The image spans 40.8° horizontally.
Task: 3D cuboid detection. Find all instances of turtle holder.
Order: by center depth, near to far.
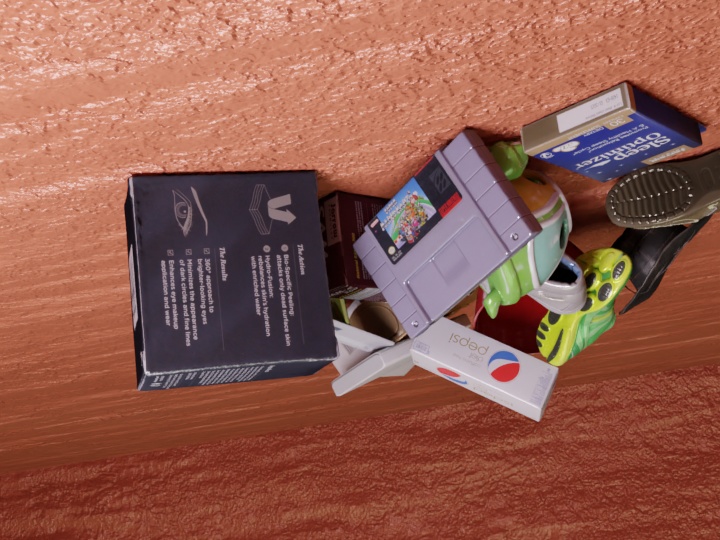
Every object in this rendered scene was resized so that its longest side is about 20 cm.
[{"bbox_3d":[0.154,-0.059,1.062,0.130,0.188,0.141,-31,-158,-7],"label":"turtle holder"}]

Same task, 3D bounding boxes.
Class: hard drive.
[{"bbox_3d":[0.063,0.127,1.466,0.198,0.027,0.132,-19,167,-42],"label":"hard drive"}]

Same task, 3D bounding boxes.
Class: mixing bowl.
[{"bbox_3d":[0.245,0.019,1.349,0.196,0.110,0.202,-5,145,-4],"label":"mixing bowl"}]

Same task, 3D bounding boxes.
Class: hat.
[{"bbox_3d":[0.386,-0.031,1.306,0.200,0.081,0.202,-44,161,-20],"label":"hat"}]

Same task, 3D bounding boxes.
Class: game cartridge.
[{"bbox_3d":[0.081,-0.035,0.997,0.038,0.131,0.200,-25,165,-49],"label":"game cartridge"}]

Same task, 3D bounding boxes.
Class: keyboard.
[{"bbox_3d":[-0.041,0.079,1.326,0.198,0.011,0.056,22,149,-38],"label":"keyboard"}]

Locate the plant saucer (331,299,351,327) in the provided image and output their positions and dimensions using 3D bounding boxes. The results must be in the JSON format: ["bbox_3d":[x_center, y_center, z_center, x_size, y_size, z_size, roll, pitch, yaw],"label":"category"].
[{"bbox_3d":[-0.111,0.031,1.300,0.195,0.049,0.201,4,159,6],"label":"plant saucer"}]

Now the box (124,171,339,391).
[{"bbox_3d":[-0.138,0.012,1.004,0.196,0.201,0.117,-3,166,-17],"label":"box"}]

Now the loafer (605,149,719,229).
[{"bbox_3d":[0.387,-0.091,1.131,0.197,0.078,0.067,-14,158,24],"label":"loafer"}]

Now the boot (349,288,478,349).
[{"bbox_3d":[0.090,0.058,1.452,0.198,0.075,0.154,-23,173,34],"label":"boot"}]

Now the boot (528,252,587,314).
[{"bbox_3d":[0.188,-0.021,1.184,0.198,0.074,0.096,27,164,21],"label":"boot"}]

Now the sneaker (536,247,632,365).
[{"bbox_3d":[0.294,0.040,1.251,0.082,0.075,0.202,-17,147,-34],"label":"sneaker"}]

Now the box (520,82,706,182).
[{"bbox_3d":[0.269,-0.134,0.999,0.120,0.033,0.198,-21,161,39],"label":"box"}]

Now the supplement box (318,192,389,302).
[{"bbox_3d":[0.036,-0.021,1.146,0.197,0.111,0.060,6,161,-40],"label":"supplement box"}]

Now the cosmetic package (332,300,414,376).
[{"bbox_3d":[0.035,0.113,1.587,0.108,0.085,0.199,-47,156,19],"label":"cosmetic package"}]

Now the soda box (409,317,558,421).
[{"bbox_3d":[0.168,0.131,1.329,0.197,0.064,0.068,24,163,17],"label":"soda box"}]
